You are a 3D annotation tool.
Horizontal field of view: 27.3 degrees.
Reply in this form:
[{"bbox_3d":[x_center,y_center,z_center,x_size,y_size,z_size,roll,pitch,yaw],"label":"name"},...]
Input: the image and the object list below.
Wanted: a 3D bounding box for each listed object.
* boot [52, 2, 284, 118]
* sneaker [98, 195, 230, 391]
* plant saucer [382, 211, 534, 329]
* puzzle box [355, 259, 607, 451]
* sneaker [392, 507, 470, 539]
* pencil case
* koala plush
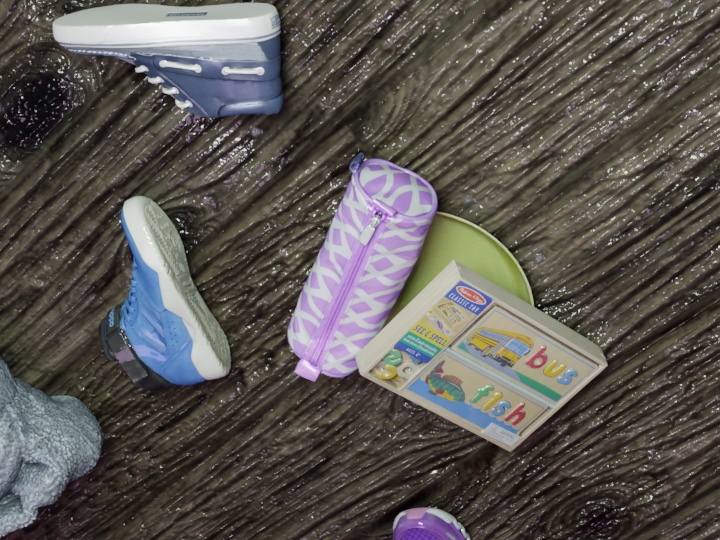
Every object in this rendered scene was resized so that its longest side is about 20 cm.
[{"bbox_3d":[-0.163,-0.175,1.263,0.198,0.073,0.091,2,116,12],"label":"boot"},{"bbox_3d":[-0.208,0.030,1.398,0.110,0.077,0.201,-16,122,12],"label":"sneaker"},{"bbox_3d":[0.061,0.026,1.355,0.198,0.031,0.202,6,122,10],"label":"plant saucer"},{"bbox_3d":[0.111,0.080,1.323,0.199,0.026,0.133,28,117,-33],"label":"puzzle box"},{"bbox_3d":[0.074,0.334,1.507,0.080,0.089,0.202,-2,119,17],"label":"sneaker"},{"bbox_3d":[0.000,0.000,1.286,0.083,0.086,0.201,22,125,-1],"label":"pencil case"},{"bbox_3d":[-0.372,0.139,1.463,0.182,0.178,0.201,-26,112,14],"label":"koala plush"}]
